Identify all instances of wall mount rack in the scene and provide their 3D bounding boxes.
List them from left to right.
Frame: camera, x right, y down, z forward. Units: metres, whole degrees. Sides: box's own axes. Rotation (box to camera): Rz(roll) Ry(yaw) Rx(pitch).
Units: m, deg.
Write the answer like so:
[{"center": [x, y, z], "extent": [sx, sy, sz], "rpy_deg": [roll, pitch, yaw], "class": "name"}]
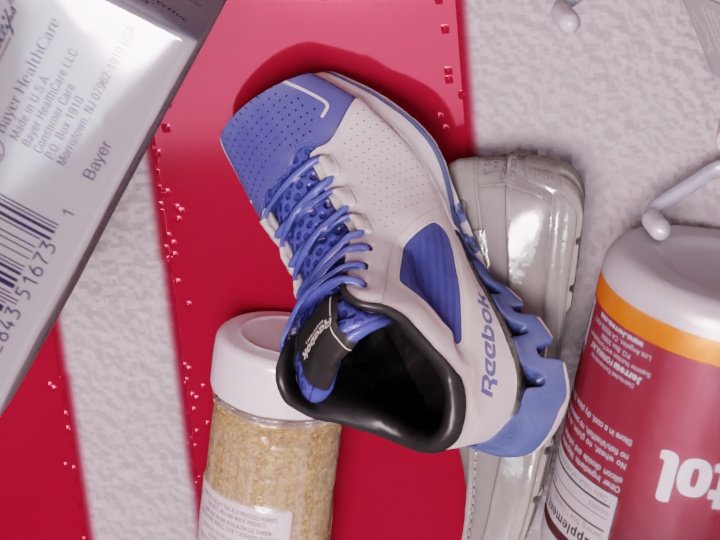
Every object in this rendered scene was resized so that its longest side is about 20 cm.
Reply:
[{"center": [0.153, -0.049, 0.896], "extent": [0.074, 0.174, 0.201], "rpy_deg": [-32, 120, -7], "class": "wall mount rack"}]

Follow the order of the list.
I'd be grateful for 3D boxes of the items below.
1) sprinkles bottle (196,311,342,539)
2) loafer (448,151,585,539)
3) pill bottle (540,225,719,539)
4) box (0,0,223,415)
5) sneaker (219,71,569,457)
[{"center": [-0.046, 0.123, 1.053], "extent": [0.068, 0.068, 0.202], "rpy_deg": [8, 111, 1], "class": "sprinkles bottle"}, {"center": [0.060, 0.043, 1.020], "extent": [0.069, 0.070, 0.202], "rpy_deg": [7, 103, 6], "class": "loafer"}, {"center": [0.146, 0.090, 1.004], "extent": [0.112, 0.113, 0.202], "rpy_deg": [11, 111, 0], "class": "pill bottle"}, {"center": [-0.137, -0.070, 0.916], "extent": [0.104, 0.200, 0.185], "rpy_deg": [29, 110, -6], "class": "box"}, {"center": [0.000, 0.001, 0.941], "extent": [0.081, 0.115, 0.200], "rpy_deg": [-45, 72, 27], "class": "sneaker"}]
